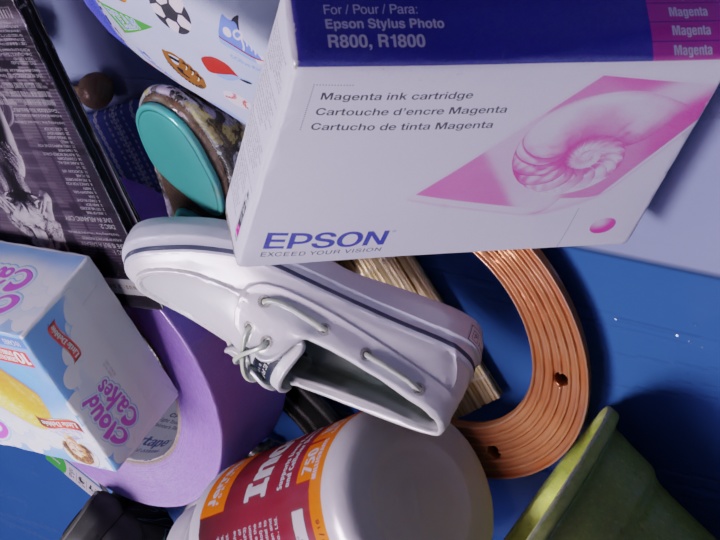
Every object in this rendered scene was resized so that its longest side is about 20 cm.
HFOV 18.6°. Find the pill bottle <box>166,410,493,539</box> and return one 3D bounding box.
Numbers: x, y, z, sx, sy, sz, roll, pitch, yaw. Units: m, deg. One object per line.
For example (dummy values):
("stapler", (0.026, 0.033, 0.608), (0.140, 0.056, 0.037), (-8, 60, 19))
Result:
("pill bottle", (-0.026, 0.151, 1.246), (0.199, 0.113, 0.113), (-26, 100, 49))

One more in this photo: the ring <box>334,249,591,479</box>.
("ring", (0.042, 0.025, 1.187), (0.199, 0.019, 0.202), (25, 135, 27))

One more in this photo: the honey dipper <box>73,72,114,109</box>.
("honey dipper", (-0.217, -0.106, 1.398), (0.199, 0.038, 0.038), (-7, 116, 51))

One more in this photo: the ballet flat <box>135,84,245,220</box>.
("ballet flat", (-0.075, -0.051, 1.181), (0.072, 0.072, 0.201), (36, 157, 23))

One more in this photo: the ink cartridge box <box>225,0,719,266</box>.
("ink cartridge box", (0.053, -0.074, 0.941), (0.200, 0.195, 0.044), (111, 151, -55))

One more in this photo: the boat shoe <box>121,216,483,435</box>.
("boat shoe", (-0.037, 0.029, 1.144), (0.198, 0.067, 0.074), (15, 150, 9))

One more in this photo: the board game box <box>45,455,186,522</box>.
("board game box", (-0.147, 0.137, 1.546), (0.199, 0.034, 0.136), (35, 144, 26))

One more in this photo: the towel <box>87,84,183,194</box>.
("towel", (-0.109, -0.040, 1.341), (0.199, 0.024, 0.146), (-10, 112, 53))

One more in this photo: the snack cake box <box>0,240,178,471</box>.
("snack cake box", (-0.217, 0.042, 1.284), (0.199, 0.067, 0.115), (8, 139, 40))

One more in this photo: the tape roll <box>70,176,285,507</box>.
("tape roll", (-0.142, 0.044, 1.338), (0.199, 0.066, 0.201), (25, 135, 27))

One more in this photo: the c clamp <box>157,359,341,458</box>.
("c clamp", (-0.095, 0.068, 1.398), (0.200, 0.027, 0.171), (43, 145, -4))

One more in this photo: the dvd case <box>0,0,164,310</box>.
("dvd case", (-0.193, -0.067, 1.221), (0.148, 0.016, 0.201), (5, 128, 42))

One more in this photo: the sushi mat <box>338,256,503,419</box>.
("sushi mat", (0.000, 0.000, 1.231), (0.095, 0.012, 0.201), (-21, 105, 48))

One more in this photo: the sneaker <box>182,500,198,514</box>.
("sneaker", (-0.014, 0.152, 1.372), (0.198, 0.082, 0.078), (0, 100, 29))

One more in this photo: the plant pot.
("plant pot", (0.142, 0.204, 1.120), (0.184, 0.201, 0.201), (36, 147, 4))

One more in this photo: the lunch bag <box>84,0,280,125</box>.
("lunch bag", (-0.037, -0.124, 1.057), (0.169, 0.124, 0.200), (32, 166, 28))

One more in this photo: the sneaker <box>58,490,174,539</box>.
("sneaker", (-0.150, 0.186, 1.436), (0.079, 0.076, 0.200), (36, -177, 2))
